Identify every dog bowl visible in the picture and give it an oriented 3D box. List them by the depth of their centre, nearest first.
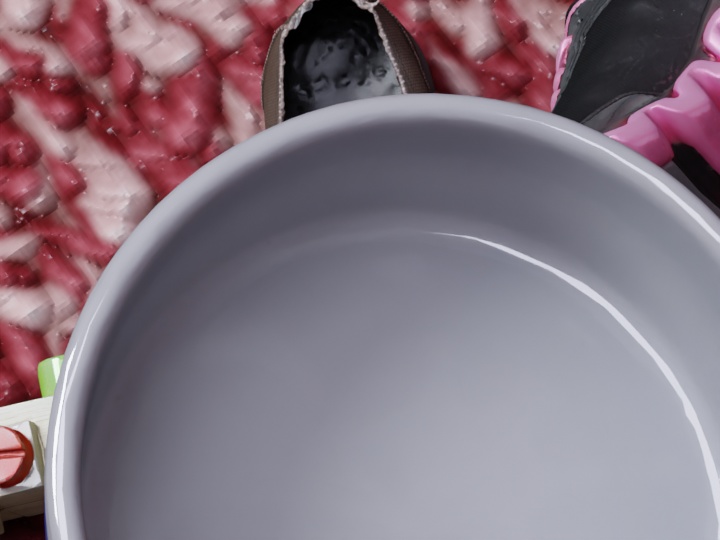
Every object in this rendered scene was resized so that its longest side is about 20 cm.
[{"bbox_3d":[0.017,0.060,0.684,0.199,0.079,0.201,2,72,-7],"label":"dog bowl"}]

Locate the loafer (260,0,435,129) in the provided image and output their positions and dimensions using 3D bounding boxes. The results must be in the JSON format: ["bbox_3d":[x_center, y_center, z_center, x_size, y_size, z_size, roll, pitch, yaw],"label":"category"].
[{"bbox_3d":[0.000,0.000,0.815,0.073,0.071,0.200,-16,68,4],"label":"loafer"}]

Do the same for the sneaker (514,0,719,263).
[{"bbox_3d":[0.089,-0.052,0.818,0.095,0.079,0.200,21,65,49],"label":"sneaker"}]

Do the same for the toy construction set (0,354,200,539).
[{"bbox_3d":[-0.122,0.066,0.781,0.199,0.131,0.092,1,80,8],"label":"toy construction set"}]
